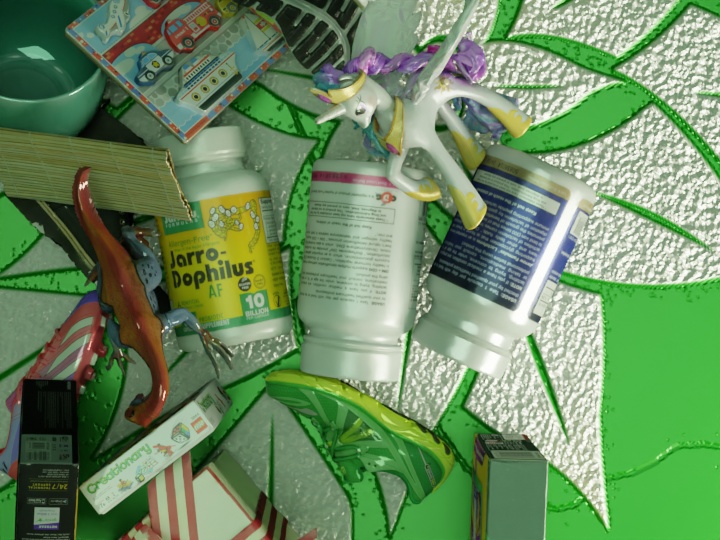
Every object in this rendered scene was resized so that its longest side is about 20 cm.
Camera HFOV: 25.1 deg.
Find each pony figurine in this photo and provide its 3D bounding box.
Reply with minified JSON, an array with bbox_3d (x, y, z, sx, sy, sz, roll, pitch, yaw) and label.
[{"bbox_3d":[0.058,-0.163,1.438,0.200,0.166,0.194,39,70,-29],"label":"pony figurine"}]

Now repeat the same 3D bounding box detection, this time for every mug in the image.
[{"bbox_3d":[-0.299,-0.185,1.519,0.184,0.115,0.153,8,59,-10],"label":"mug"}]

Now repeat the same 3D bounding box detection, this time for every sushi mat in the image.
[{"bbox_3d":[-0.251,-0.088,1.470,0.199,0.096,0.012,8,55,19],"label":"sushi mat"}]

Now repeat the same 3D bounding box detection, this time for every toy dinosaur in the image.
[{"bbox_3d":[-0.210,0.043,1.423,0.105,0.182,0.200,-34,125,11],"label":"toy dinosaur"}]

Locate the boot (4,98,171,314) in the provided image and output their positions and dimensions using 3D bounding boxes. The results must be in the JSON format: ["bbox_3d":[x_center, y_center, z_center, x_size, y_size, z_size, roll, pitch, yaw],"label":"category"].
[{"bbox_3d":[-0.224,-0.054,1.553,0.200,0.077,0.138,44,86,-1],"label":"boot"}]

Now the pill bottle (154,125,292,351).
[{"bbox_3d":[-0.134,-0.031,1.529,0.112,0.113,0.201,-10,90,1],"label":"pill bottle"}]

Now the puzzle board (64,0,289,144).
[{"bbox_3d":[-0.158,-0.226,1.518,0.151,0.017,0.200,42,54,0],"label":"puzzle board"}]

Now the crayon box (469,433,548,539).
[{"bbox_3d":[0.133,0.246,1.483,0.058,0.200,0.173,1,91,1],"label":"crayon box"}]

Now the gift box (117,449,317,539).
[{"bbox_3d":[-0.138,0.269,1.496,0.185,0.187,0.200,45,92,0],"label":"gift box"}]

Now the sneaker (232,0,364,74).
[{"bbox_3d":[-0.065,-0.259,1.529,0.200,0.090,0.078,39,102,-24],"label":"sneaker"}]

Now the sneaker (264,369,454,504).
[{"bbox_3d":[-0.008,0.158,1.548,0.199,0.074,0.084,30,87,0],"label":"sneaker"}]

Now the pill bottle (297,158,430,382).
[{"bbox_3d":[0.000,0.000,1.526,0.113,0.113,0.201,6,90,1],"label":"pill bottle"}]

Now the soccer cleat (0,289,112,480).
[{"bbox_3d":[-0.298,0.108,1.559,0.076,0.067,0.201,20,94,0],"label":"soccer cleat"}]

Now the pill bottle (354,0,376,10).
[{"bbox_3d":[0.037,-0.346,1.527,0.104,0.104,0.200,36,92,0],"label":"pill bottle"}]

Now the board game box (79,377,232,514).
[{"bbox_3d":[-0.183,0.158,1.488,0.126,0.200,0.035,-37,91,1],"label":"board game box"}]

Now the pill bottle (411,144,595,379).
[{"bbox_3d":[0.131,-0.007,1.523,0.115,0.116,0.201,25,90,1],"label":"pill bottle"}]

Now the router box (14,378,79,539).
[{"bbox_3d":[-0.280,0.204,1.442,0.052,0.200,0.158,3,107,-11],"label":"router box"}]
